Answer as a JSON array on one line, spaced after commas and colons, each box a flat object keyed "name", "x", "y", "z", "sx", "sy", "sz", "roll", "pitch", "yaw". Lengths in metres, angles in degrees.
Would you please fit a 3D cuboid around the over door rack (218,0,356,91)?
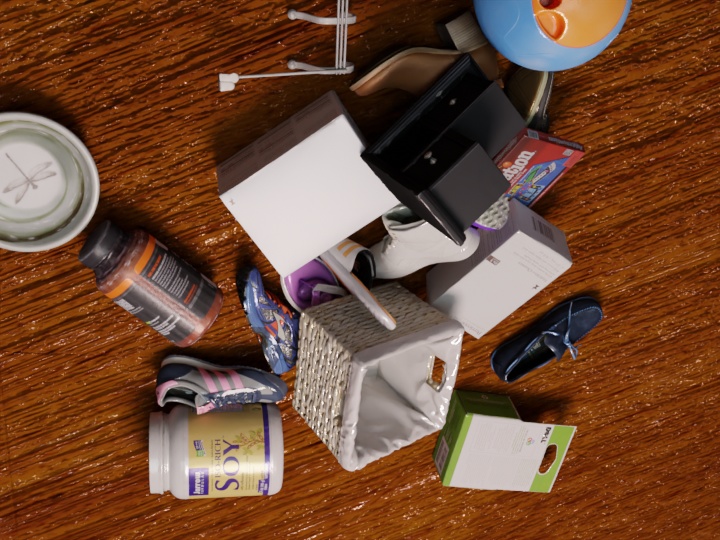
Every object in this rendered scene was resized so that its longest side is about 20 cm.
[{"name": "over door rack", "x": -0.100, "y": -0.322, "z": 1.272, "sx": 0.199, "sy": 0.067, "sz": 0.148, "roll": -13, "pitch": 121, "yaw": -27}]

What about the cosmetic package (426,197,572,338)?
[{"name": "cosmetic package", "x": 0.201, "y": 0.000, "z": 1.469, "sx": 0.113, "sy": 0.081, "sz": 0.200, "roll": 29, "pitch": 125, "yaw": -23}]

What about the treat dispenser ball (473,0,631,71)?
[{"name": "treat dispenser ball", "x": 0.242, "y": -0.355, "z": 1.249, "sx": 0.200, "sy": 0.201, "sz": 0.202, "roll": -4, "pitch": 118, "yaw": -8}]

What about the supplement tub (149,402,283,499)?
[{"name": "supplement tub", "x": -0.224, "y": 0.277, "z": 1.530, "sx": 0.199, "sy": 0.146, "sz": 0.146, "roll": -1, "pitch": 118, "yaw": -10}]

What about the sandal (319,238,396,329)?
[{"name": "sandal", "x": 0.003, "y": 0.004, "z": 1.411, "sx": 0.059, "sy": 0.207, "sz": 0.079, "roll": -40, "pitch": 144, "yaw": -5}]

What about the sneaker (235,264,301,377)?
[{"name": "sneaker", "x": -0.130, "y": 0.067, "z": 1.487, "sx": 0.078, "sy": 0.075, "sz": 0.200, "roll": -25, "pitch": 127, "yaw": -7}]

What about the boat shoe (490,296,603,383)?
[{"name": "boat shoe", "x": 0.308, "y": 0.122, "z": 1.589, "sx": 0.200, "sy": 0.069, "sz": 0.084, "roll": -39, "pitch": 117, "yaw": 11}]

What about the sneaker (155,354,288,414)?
[{"name": "sneaker", "x": -0.212, "y": 0.188, "z": 1.498, "sx": 0.199, "sy": 0.082, "sz": 0.070, "roll": 8, "pitch": 138, "yaw": 2}]

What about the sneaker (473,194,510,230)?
[{"name": "sneaker", "x": 0.119, "y": -0.120, "z": 1.400, "sx": 0.200, "sy": 0.100, "sz": 0.070, "roll": 33, "pitch": 77, "yaw": 2}]

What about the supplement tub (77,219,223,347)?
[{"name": "supplement tub", "x": -0.298, "y": 0.014, "z": 1.400, "sx": 0.107, "sy": 0.107, "sz": 0.200, "roll": -43, "pitch": 117, "yaw": 13}]

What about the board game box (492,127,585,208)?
[{"name": "board game box", "x": 0.219, "y": -0.125, "z": 1.411, "sx": 0.103, "sy": 0.020, "sz": 0.200, "roll": 12, "pitch": 144, "yaw": -23}]

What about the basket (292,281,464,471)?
[{"name": "basket", "x": 0.019, "y": 0.148, "z": 1.452, "sx": 0.200, "sy": 0.161, "sz": 0.199, "roll": -18, "pitch": 129, "yaw": -36}]

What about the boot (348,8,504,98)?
[{"name": "boot", "x": 0.099, "y": -0.242, "z": 1.344, "sx": 0.199, "sy": 0.074, "sz": 0.155, "roll": -27, "pitch": 110, "yaw": 3}]

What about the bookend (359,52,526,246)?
[{"name": "bookend", "x": 0.128, "y": -0.157, "z": 1.234, "sx": 0.199, "sy": 0.200, "sz": 0.092, "roll": -44, "pitch": 119, "yaw": 0}]

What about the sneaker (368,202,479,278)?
[{"name": "sneaker", "x": 0.057, "y": -0.052, "z": 1.402, "sx": 0.200, "sy": 0.074, "sz": 0.115, "roll": -16, "pitch": 140, "yaw": 41}]

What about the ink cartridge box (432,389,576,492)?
[{"name": "ink cartridge box", "x": 0.239, "y": 0.291, "z": 1.663, "sx": 0.199, "sy": 0.076, "sz": 0.148, "roll": 8, "pitch": 115, "yaw": -16}]

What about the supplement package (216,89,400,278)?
[{"name": "supplement package", "x": -0.073, "y": -0.119, "z": 1.368, "sx": 0.200, "sy": 0.111, "sz": 0.156, "roll": -32, "pitch": 118, "yaw": 8}]

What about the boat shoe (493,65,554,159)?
[{"name": "boat shoe", "x": 0.233, "y": -0.210, "z": 1.398, "sx": 0.065, "sy": 0.073, "sz": 0.200, "roll": -4, "pitch": 137, "yaw": -24}]

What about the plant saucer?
[{"name": "plant saucer", "x": -0.452, "y": -0.124, "z": 1.330, "sx": 0.199, "sy": 0.050, "sz": 0.201, "roll": -5, "pitch": 118, "yaw": -9}]

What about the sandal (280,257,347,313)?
[{"name": "sandal", "x": -0.047, "y": 0.052, "z": 1.483, "sx": 0.082, "sy": 0.050, "sz": 0.203, "roll": -48, "pitch": 127, "yaw": -20}]
